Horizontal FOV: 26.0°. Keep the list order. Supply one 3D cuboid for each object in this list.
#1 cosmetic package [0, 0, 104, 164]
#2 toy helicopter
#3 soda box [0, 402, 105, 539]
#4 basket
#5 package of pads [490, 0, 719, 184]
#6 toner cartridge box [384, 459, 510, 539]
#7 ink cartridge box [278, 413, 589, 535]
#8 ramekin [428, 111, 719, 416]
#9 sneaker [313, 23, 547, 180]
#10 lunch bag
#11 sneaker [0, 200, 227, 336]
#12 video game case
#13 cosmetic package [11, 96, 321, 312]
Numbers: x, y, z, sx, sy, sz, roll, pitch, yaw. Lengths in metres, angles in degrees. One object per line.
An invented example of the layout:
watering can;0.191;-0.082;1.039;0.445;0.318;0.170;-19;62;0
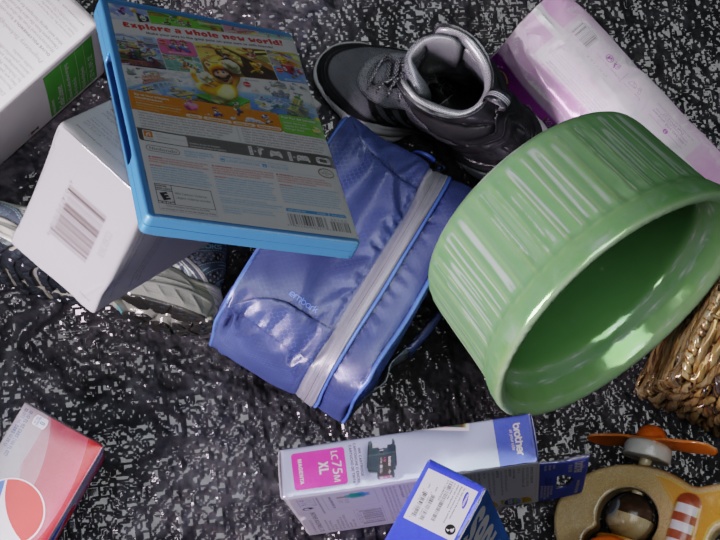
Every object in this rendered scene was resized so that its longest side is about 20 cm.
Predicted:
cosmetic package;-0.282;-0.119;1.096;0.085;0.108;0.200;44;78;3
toy helicopter;0.233;0.161;1.092;0.200;0.079;0.132;-15;64;12
soda box;-0.248;0.192;1.050;0.063;0.070;0.200;29;76;-1
basket;0.311;0.027;1.117;0.149;0.143;0.200;26;76;0
package of pads;0.178;-0.101;1.140;0.076;0.121;0.200;-41;86;-15
toner cartridge box;0.055;0.197;1.018;0.043;0.200;0.095;26;76;20
ink cartridge box;0.052;0.137;1.054;0.200;0.119;0.042;-7;69;4
ramekin;0.140;-0.008;1.012;0.200;0.200;0.098;-32;62;-12
sneaker;0.039;-0.136;1.106;0.200;0.114;0.076;27;77;29
lunch bag;0.000;0.000;1.089;0.132;0.136;0.200;32;75;0
sneaker;-0.190;-0.020;1.112;0.200;0.078;0.086;20;64;-10
video game case;-0.089;-0.094;1.003;0.143;0.018;0.200;6;46;-28
cosmetic package;-0.126;-0.068;1.051;0.081;0.113;0.200;40;37;10
